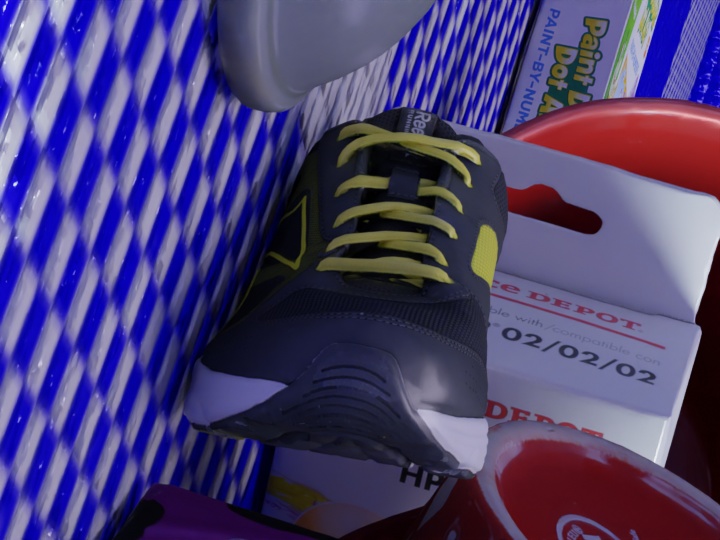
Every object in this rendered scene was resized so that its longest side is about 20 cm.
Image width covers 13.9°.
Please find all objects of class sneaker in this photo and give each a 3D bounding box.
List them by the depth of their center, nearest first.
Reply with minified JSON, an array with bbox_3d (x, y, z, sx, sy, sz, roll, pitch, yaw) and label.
[{"bbox_3d":[0.000,0.000,0.753,0.200,0.074,0.085,-87,-173,-85],"label":"sneaker"}]

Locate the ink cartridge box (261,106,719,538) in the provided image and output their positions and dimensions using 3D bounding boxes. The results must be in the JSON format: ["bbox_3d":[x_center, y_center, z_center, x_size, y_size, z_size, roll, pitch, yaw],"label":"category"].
[{"bbox_3d":[0.033,0.063,0.907,0.068,0.115,0.200,-60,164,-62],"label":"ink cartridge box"}]

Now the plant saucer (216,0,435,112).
[{"bbox_3d":[0.022,-0.127,0.669,0.200,0.050,0.201,16,90,-82],"label":"plant saucer"}]

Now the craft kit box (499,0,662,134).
[{"bbox_3d":[0.094,-0.063,1.356,0.200,0.048,0.198,32,72,-82],"label":"craft kit box"}]

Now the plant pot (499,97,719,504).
[{"bbox_3d":[0.091,0.057,1.098,0.177,0.200,0.201,119,-8,-68],"label":"plant pot"}]

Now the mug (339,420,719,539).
[{"bbox_3d":[0.013,0.138,0.807,0.133,0.177,0.200,-7,133,-56],"label":"mug"}]

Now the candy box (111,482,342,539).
[{"bbox_3d":[-0.016,0.168,0.707,0.061,0.136,0.200,-52,157,-65],"label":"candy box"}]
